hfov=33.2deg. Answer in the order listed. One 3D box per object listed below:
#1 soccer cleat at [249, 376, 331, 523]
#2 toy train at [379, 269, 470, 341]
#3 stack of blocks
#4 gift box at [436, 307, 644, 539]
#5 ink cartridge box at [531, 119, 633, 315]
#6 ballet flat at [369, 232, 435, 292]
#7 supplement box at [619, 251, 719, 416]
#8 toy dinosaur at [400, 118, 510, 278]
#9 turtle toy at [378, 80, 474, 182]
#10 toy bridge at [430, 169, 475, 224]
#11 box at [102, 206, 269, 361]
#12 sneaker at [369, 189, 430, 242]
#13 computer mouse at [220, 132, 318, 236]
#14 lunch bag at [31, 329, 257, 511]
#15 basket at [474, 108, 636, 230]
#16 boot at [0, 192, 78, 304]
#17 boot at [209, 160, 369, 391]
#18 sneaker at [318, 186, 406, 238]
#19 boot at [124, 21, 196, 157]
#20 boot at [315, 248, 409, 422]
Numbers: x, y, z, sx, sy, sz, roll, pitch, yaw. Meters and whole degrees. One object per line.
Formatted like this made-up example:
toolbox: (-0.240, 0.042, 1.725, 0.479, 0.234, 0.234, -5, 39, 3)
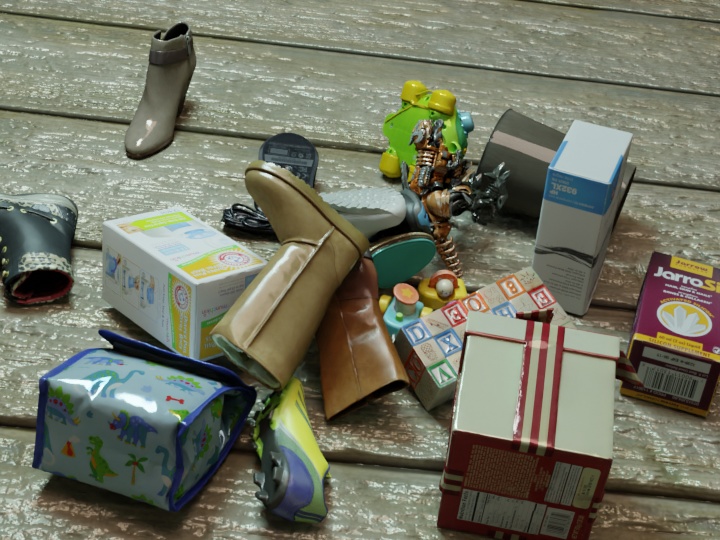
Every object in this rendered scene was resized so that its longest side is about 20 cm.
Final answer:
soccer cleat: (-0.069, 0.191, 1.276, 0.083, 0.065, 0.201, 30, 25, -20)
toy train: (0.111, 0.051, 1.491, 0.198, 0.056, 0.150, -16, 41, -30)
stack of blocks: (0.148, 0.088, 1.409, 0.198, 0.059, 0.116, -23, 66, -26)
gift box: (0.185, 0.165, 1.248, 0.197, 0.186, 0.188, 12, 44, 1)
ink cartridge box: (0.283, -0.069, 1.563, 0.083, 0.202, 0.145, 15, 36, 15)
ballet flat: (0.000, 0.000, 1.501, 0.198, 0.071, 0.065, -28, 36, -18)
supplement box: (0.391, 0.074, 1.483, 0.109, 0.087, 0.201, 15, 36, 11)
toy dinosaur: (0.114, -0.098, 1.599, 0.134, 0.203, 0.102, -7, 20, -25)
turtle toy: (0.096, -0.197, 1.777, 0.100, 0.148, 0.199, 12, 11, -33)
toy bridge: (0.120, -0.098, 1.689, 0.027, 0.067, 0.200, 55, 45, -5)
box: (-0.205, 0.013, 1.411, 0.111, 0.103, 0.199, -15, 31, -39)
sneaker: (0.021, -0.059, 1.582, 0.081, 0.074, 0.199, -25, 13, -25)
computer mouse: (-0.112, -0.111, 1.685, 0.136, 0.053, 0.202, 10, 48, 0)
lunch bag: (-0.217, 0.142, 1.257, 0.168, 0.129, 0.200, 16, 18, 14)
basket: (0.278, -0.130, 1.708, 0.198, 0.138, 0.180, 23, 18, 14)
boot: (-0.447, -0.027, 1.484, 0.200, 0.074, 0.155, -4, 40, -13)
boot: (-0.101, 0.000, 1.314, 0.174, 0.066, 0.201, 36, 64, -1)
sneaker: (-0.019, -0.057, 1.531, 0.198, 0.082, 0.076, -1, 15, 42)
boot: (-0.299, -0.277, 1.791, 0.069, 0.148, 0.201, 13, 36, 5)
boot: (-0.048, 0.081, 1.394, 0.186, 0.069, 0.202, -20, 64, 11)
